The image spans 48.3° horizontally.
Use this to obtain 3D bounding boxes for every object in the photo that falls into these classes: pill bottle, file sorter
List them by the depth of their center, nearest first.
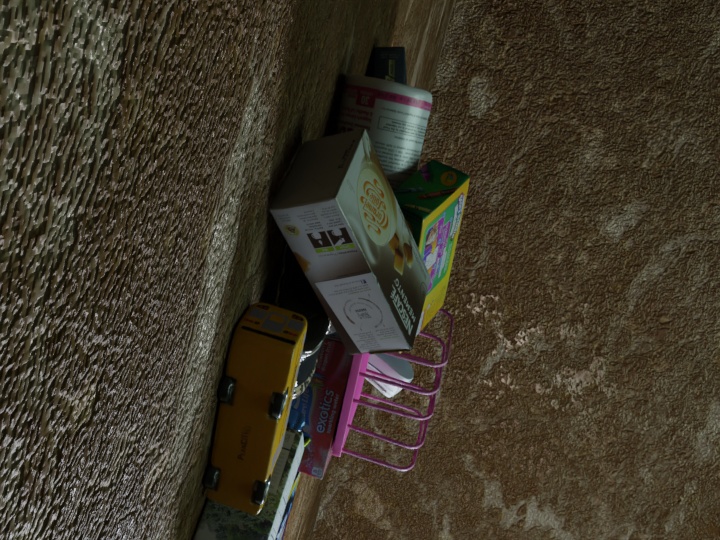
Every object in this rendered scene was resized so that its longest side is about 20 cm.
[{"bbox_3d":[0.016,-0.127,0.985,0.113,0.110,0.206,-48,150,-79],"label":"pill bottle"},{"bbox_3d":[0.048,0.156,1.129,0.140,0.122,0.204,-67,171,-57],"label":"file sorter"}]

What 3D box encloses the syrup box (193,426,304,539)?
[{"bbox_3d":[-0.128,0.270,0.882,0.082,0.077,0.204,97,10,-67],"label":"syrup box"}]

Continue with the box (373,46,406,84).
[{"bbox_3d":[0.047,-0.233,1.233,0.200,0.050,0.163,24,65,-85],"label":"box"}]

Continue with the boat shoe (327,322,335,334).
[{"bbox_3d":[0.000,0.000,1.047,0.198,0.073,0.075,-34,157,-34],"label":"boat shoe"}]

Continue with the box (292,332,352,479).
[{"bbox_3d":[-0.069,0.179,1.157,0.096,0.097,0.205,-50,156,-77],"label":"box"}]

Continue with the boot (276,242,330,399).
[{"bbox_3d":[-0.064,0.040,0.929,0.152,0.071,0.204,110,-10,-53],"label":"boot"}]

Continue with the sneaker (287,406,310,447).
[{"bbox_3d":[-0.108,0.237,1.035,0.203,0.076,0.067,103,4,-48],"label":"sneaker"}]

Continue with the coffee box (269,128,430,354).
[{"bbox_3d":[-0.003,-0.024,0.826,0.203,0.078,0.116,63,33,-33],"label":"coffee box"}]

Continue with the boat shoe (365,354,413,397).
[{"bbox_3d":[-0.010,0.123,1.242,0.066,0.199,0.074,-47,-178,26],"label":"boat shoe"}]

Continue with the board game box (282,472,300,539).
[{"bbox_3d":[-0.149,0.402,1.225,0.200,0.055,0.170,-54,158,-77],"label":"board game box"}]

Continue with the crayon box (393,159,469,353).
[{"bbox_3d":[0.067,-0.016,0.976,0.119,0.057,0.204,-41,148,-45],"label":"crayon box"}]

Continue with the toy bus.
[{"bbox_3d":[-0.106,0.142,0.807,0.079,0.063,0.204,-68,172,-64],"label":"toy bus"}]
